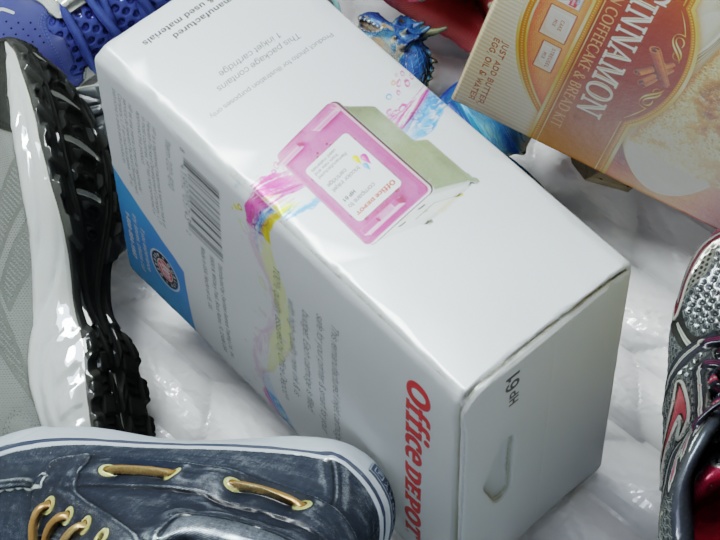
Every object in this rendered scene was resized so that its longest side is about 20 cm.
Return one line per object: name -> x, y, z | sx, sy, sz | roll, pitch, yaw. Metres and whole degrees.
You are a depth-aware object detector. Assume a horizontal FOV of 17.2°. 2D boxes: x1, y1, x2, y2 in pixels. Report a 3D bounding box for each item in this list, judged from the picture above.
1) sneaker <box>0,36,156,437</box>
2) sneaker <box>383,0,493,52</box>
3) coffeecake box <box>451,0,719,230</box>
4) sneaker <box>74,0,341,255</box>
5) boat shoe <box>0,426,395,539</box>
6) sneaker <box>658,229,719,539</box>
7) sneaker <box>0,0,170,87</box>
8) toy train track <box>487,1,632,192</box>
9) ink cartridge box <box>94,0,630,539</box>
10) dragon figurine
sneaker -> -0.137, 0.001, 0.955 | 0.079, 0.074, 0.200 | -12, 74, 16
sneaker -> 0.015, -0.162, 1.018 | 0.074, 0.200, 0.087 | -29, 54, 21
coffeecake box -> 0.153, -0.086, 0.897 | 0.200, 0.154, 0.073 | 26, 57, 3
sneaker -> -0.086, -0.058, 1.037 | 0.200, 0.086, 0.078 | -33, 84, 9
boat shoe -> -0.093, 0.100, 0.858 | 0.200, 0.071, 0.091 | -7, 14, 22
sneaker -> 0.146, 0.059, 0.861 | 0.081, 0.075, 0.200 | -15, 45, 18
sneaker -> -0.094, -0.142, 1.094 | 0.115, 0.081, 0.199 | 20, 56, 33
toy train track -> 0.091, -0.120, 1.033 | 0.115, 0.033, 0.200 | 13, 58, -31
ink cartridge box -> 0.000, 0.000, 0.884 | 0.085, 0.145, 0.200 | -35, 63, -21
dragon figurine -> 0.044, -0.041, 0.990 | 0.200, 0.059, 0.099 | 32, 63, 35
